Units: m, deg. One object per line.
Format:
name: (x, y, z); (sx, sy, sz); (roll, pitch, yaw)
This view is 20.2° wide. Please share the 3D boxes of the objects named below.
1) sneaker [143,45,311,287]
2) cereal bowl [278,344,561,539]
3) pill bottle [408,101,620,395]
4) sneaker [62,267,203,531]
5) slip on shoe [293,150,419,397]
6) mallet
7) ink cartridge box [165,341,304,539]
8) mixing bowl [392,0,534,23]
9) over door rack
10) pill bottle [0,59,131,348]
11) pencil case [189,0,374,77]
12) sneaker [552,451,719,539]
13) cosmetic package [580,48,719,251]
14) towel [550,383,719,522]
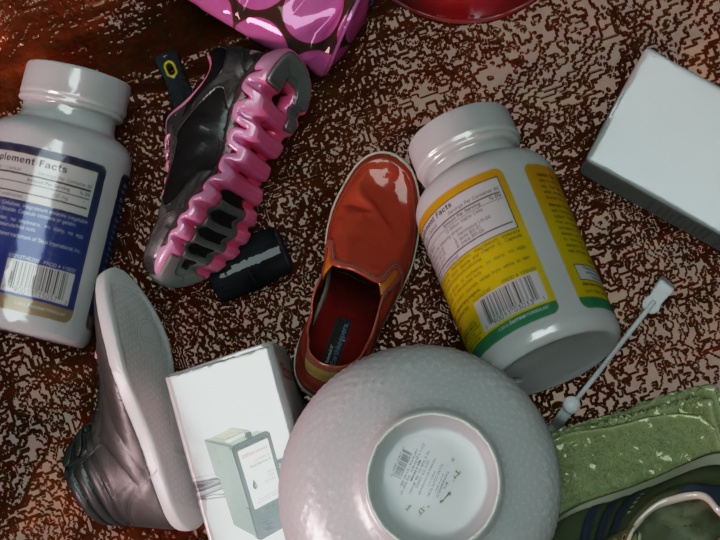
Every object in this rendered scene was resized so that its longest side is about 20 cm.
sneaker: (-0.117, -0.083, 1.516); (0.095, 0.079, 0.201); (21, 77, 31)
cereal bowl: (0.044, 0.147, 1.370); (0.198, 0.083, 0.202); (1, 81, -7)
pill bottle: (0.106, -0.019, 1.493); (0.112, 0.113, 0.201); (-21, 67, -1)
sneaker: (-0.187, 0.103, 1.501); (0.098, 0.071, 0.202); (-13, 95, 29)
slip on shoe: (0.000, 0.000, 1.523); (0.073, 0.061, 0.202); (19, 71, 0)
mallet: (-0.106, -0.079, 1.557); (0.065, 0.041, 0.202); (-15, 81, 1)
ink cartridge box: (-0.070, 0.162, 1.476); (0.083, 0.146, 0.202); (-16, 84, 1)
mixing bowl: (0.080, -0.299, 1.537); (0.198, 0.108, 0.202); (0, 84, 0)
over door rack: (0.225, 0.122, 1.514); (0.147, 0.067, 0.200); (38, 87, 3)
pill bottle: (-0.235, -0.050, 1.516); (0.110, 0.111, 0.202); (13, 85, 2)
pencil case: (-0.085, -0.235, 1.545); (0.199, 0.091, 0.094); (29, 121, 2)
sneaker: (0.185, 0.196, 1.411); (0.199, 0.090, 0.067); (-31, 97, 17)
cosmetic package: (0.276, -0.073, 1.530); (0.199, 0.074, 0.102); (31, 86, 6)
towel: (0.191, 0.173, 1.470); (0.198, 0.036, 0.150); (-18, 98, 15)
